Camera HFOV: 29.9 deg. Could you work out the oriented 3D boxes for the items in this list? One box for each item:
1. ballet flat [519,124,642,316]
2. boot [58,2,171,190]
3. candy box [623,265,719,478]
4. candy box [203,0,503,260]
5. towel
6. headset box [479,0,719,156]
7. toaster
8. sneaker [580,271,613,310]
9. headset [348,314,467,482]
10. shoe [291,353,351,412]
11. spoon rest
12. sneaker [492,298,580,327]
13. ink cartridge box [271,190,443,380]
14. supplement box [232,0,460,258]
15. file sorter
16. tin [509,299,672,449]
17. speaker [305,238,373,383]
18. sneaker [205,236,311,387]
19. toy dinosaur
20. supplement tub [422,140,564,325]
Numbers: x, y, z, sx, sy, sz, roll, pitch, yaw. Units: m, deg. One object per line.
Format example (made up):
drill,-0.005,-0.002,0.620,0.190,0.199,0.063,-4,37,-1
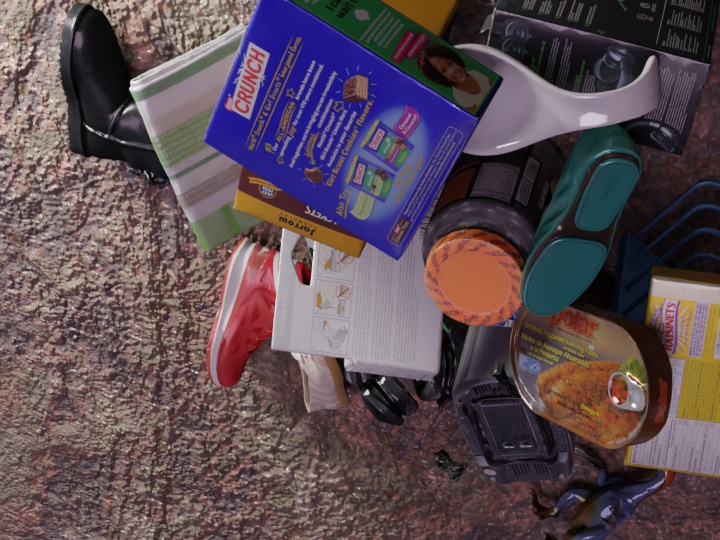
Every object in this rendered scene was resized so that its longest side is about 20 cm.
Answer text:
ballet flat,0.189,-0.048,1.169,0.066,0.071,0.201,11,134,-10
boot,-0.228,-0.176,1.416,0.160,0.074,0.200,16,133,10
candy box,0.297,0.094,1.203,0.101,0.026,0.203,9,120,11
candy box,-0.010,-0.133,1.114,0.198,0.077,0.170,31,131,1
towel,-0.139,-0.137,1.393,0.148,0.031,0.202,-28,120,-14
headset box,0.205,-0.203,1.185,0.197,0.175,0.094,15,127,7
toaster,0.166,0.124,1.438,0.112,0.130,0.201,-7,133,22
sneaker,0.242,0.060,1.417,0.199,0.076,0.088,37,134,-3
headset,0.062,0.127,1.447,0.122,0.094,0.202,-23,110,-10
shoe,-0.050,0.105,1.510,0.053,0.071,0.201,-16,146,-2
spoon rest,0.142,-0.142,1.103,0.197,0.061,0.101,-1,121,19
sneaker,0.149,0.033,1.369,0.199,0.077,0.076,20,137,52
ink cartridge box,0.000,0.000,1.360,0.171,0.203,0.044,8,164,-11
supplement box,-0.011,-0.163,1.272,0.131,0.198,0.202,21,128,4
file sorter,0.330,0.028,1.288,0.138,0.201,0.123,39,124,-10
tin,0.205,0.088,1.219,0.041,0.199,0.114,-7,106,-28
speaker,-0.002,0.025,1.473,0.080,0.082,0.202,-2,123,20
sneaker,-0.106,0.067,1.539,0.114,0.079,0.202,19,128,7
toy dinosaur,0.286,0.258,1.561,0.180,0.106,0.200,-23,152,16
supplement tub,0.129,-0.043,1.305,0.121,0.201,0.124,9,127,13
